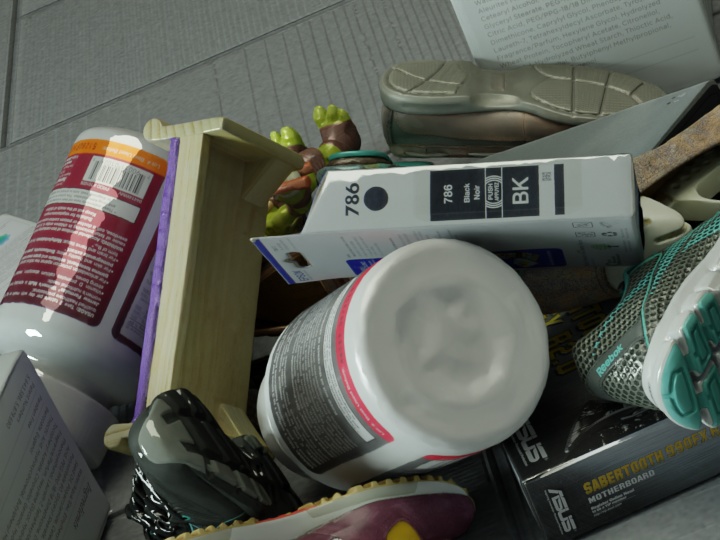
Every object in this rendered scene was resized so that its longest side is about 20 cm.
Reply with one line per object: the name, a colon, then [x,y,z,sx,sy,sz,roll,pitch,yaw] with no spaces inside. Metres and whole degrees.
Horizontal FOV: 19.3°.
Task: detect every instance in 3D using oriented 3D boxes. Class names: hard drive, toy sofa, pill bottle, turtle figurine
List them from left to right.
pill bottle: [-0.170,0.018,1.360,0.109,0.109,0.201,4,64,43]
toy sofa: [-0.103,0.015,1.261,0.097,0.083,0.202,-5,72,37]
turtle figurine: [-0.055,-0.045,1.467,0.200,0.064,0.162,-41,12,48]
pill bottle: [0.013,0.059,1.142,0.111,0.111,0.200,-39,2,-26]
hard drive: [0.122,-0.051,1.336,0.199,0.033,0.140,-18,19,40]

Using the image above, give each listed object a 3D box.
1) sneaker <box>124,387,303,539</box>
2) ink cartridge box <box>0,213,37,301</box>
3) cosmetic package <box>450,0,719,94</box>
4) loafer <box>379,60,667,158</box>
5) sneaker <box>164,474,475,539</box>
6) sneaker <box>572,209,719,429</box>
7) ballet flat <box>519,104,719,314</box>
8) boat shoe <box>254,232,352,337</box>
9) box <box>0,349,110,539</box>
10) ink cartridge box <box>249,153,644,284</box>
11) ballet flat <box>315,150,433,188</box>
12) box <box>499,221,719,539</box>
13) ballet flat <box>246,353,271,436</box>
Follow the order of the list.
sneaker: [-0.088,0.123,1.130,0.079,0.200,0.076,-35,68,1]
ink cartridge box: [-0.237,0.039,1.477,0.136,0.077,0.199,-39,29,-25]
cosmetic package: [0.148,-0.231,1.504,0.164,0.201,0.165,-17,28,14]
loafer: [0.112,-0.102,1.450,0.198,0.063,0.072,6,36,10]
sneaker: [-0.023,0.168,1.093,0.199,0.091,0.075,-13,-16,-23]
sneaker: [0.179,0.002,1.104,0.091,0.078,0.200,0,33,44]
ballet flat: [0.175,-0.036,1.183,0.200,0.068,0.067,-38,38,-23]
boat shoe: [-0.001,0.000,1.289,0.199,0.072,0.068,-20,14,28]
box: [-0.274,0.171,1.214,0.198,0.131,0.200,-15,29,17]
ink cartridge box: [0.048,-0.026,1.113,0.198,0.099,0.040,-4,76,9]
ballet flat: [0.011,-0.042,1.412,0.074,0.075,0.200,-17,-3,15]
box: [0.143,0.054,1.170,0.158,0.049,0.200,-24,27,1]
ballet flat: [-0.020,0.059,1.297,0.199,0.047,0.068,-18,28,14]
